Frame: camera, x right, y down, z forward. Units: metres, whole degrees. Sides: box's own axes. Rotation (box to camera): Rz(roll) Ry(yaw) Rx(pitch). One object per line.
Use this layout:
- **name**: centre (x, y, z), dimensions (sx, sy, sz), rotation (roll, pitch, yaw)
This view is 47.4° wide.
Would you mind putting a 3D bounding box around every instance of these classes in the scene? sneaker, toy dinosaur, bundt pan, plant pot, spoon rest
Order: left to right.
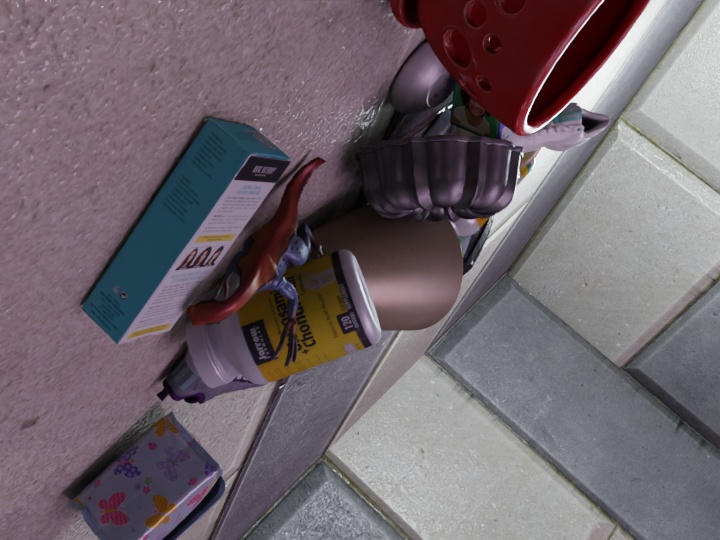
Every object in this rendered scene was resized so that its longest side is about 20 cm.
- **sneaker**: centre (-0.182, 0.132, 1.053), dimensions (0.087, 0.074, 0.200), rotation (-41, 158, 11)
- **toy dinosaur**: centre (-0.106, -0.013, 0.796), dimensions (0.181, 0.105, 0.201), rotation (-34, 128, -77)
- **plant pot**: centre (0.000, 0.000, 1.061), dimensions (0.200, 0.187, 0.187), rotation (-9, 141, -49)
- **bundt pan**: centre (0.094, -0.101, 0.973), dimensions (0.202, 0.201, 0.076), rotation (14, 75, -76)
- **spoon rest**: centre (0.099, -0.224, 0.985), dimensions (0.200, 0.061, 0.099), rotation (1, 129, -57)
- **plant pot**: centre (0.136, -0.247, 0.711), dimensions (0.200, 0.182, 0.200), rotation (-46, 168, -13)
- **sneaker**: centre (0.231, -0.185, 1.023), dimensions (0.200, 0.075, 0.088), rotation (-11, -177, -38)

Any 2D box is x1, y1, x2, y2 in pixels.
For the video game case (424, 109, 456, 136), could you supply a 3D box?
- **video game case**: centre (0.101, -0.155, 1.251), dimensions (0.182, 0.023, 0.200), rotation (-52, 168, 14)

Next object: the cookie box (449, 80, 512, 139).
- **cookie box**: centre (0.184, -0.273, 0.928), dimensions (0.171, 0.075, 0.200), rotation (-39, 145, -36)

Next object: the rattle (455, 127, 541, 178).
- **rattle**: centre (0.198, -0.221, 1.088), dimensions (0.200, 0.130, 0.143), rotation (-64, 162, 19)

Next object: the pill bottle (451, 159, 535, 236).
- **pill bottle**: centre (0.158, -0.124, 1.224), dimensions (0.200, 0.113, 0.113), rotation (-47, 168, -6)

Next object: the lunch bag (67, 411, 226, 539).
- **lunch bag**: centre (-0.271, 0.296, 1.087), dimensions (0.170, 0.127, 0.200), rotation (-42, 173, -21)

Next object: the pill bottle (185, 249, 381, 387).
- **pill bottle**: centre (-0.085, 0.060, 0.909), dimensions (0.199, 0.112, 0.112), rotation (-21, 168, 4)

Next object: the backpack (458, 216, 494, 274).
- **backpack**: centre (0.164, -0.083, 1.400), dimensions (0.163, 0.153, 0.201), rotation (66, 30, -81)

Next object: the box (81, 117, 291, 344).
- **box**: centre (-0.147, -0.031, 0.694), dimensions (0.200, 0.049, 0.082), rotation (-52, 168, 15)
